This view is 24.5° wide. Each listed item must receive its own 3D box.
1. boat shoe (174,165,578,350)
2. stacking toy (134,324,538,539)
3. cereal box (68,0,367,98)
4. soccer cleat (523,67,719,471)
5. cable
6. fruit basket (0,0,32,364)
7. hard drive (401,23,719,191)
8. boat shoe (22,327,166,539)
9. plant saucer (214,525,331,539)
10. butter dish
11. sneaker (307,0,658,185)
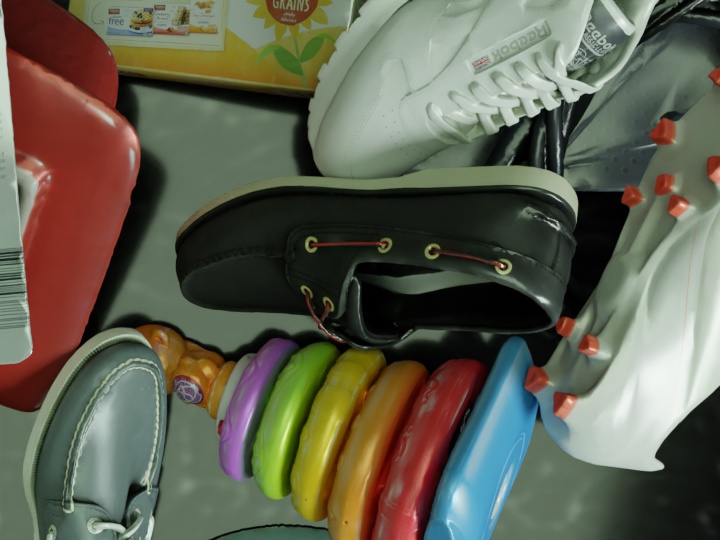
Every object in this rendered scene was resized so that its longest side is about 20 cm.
[{"bbox_3d":[-0.001,-0.001,0.737,0.199,0.074,0.064,-4,60,27],"label":"boat shoe"},{"bbox_3d":[-0.026,0.070,0.776,0.198,0.117,0.110,21,49,12],"label":"stacking toy"},{"bbox_3d":[-0.056,-0.187,0.771,0.142,0.039,0.202,9,91,17],"label":"cereal box"},{"bbox_3d":[0.148,-0.003,0.730,0.077,0.069,0.201,23,104,-27],"label":"soccer cleat"},{"bbox_3d":[0.146,-0.046,0.767,0.162,0.051,0.201,30,95,-10],"label":"cable"},{"bbox_3d":[-0.219,-0.058,0.613,0.183,0.094,0.202,-6,86,-2],"label":"fruit basket"},{"bbox_3d":[0.079,-0.108,0.804,0.198,0.042,0.137,3,91,-5],"label":"hard drive"},{"bbox_3d":[-0.116,0.127,0.758,0.072,0.062,0.202,0,110,-45],"label":"boat shoe"},{"bbox_3d":[-0.037,0.228,0.803,0.198,0.039,0.204,0,91,-5],"label":"plant saucer"},{"bbox_3d":[-0.186,-0.069,0.739,0.198,0.148,0.200,26,133,-3],"label":"butter dish"},{"bbox_3d":[0.061,-0.097,0.710,0.200,0.076,0.081,-43,60,16],"label":"sneaker"}]
